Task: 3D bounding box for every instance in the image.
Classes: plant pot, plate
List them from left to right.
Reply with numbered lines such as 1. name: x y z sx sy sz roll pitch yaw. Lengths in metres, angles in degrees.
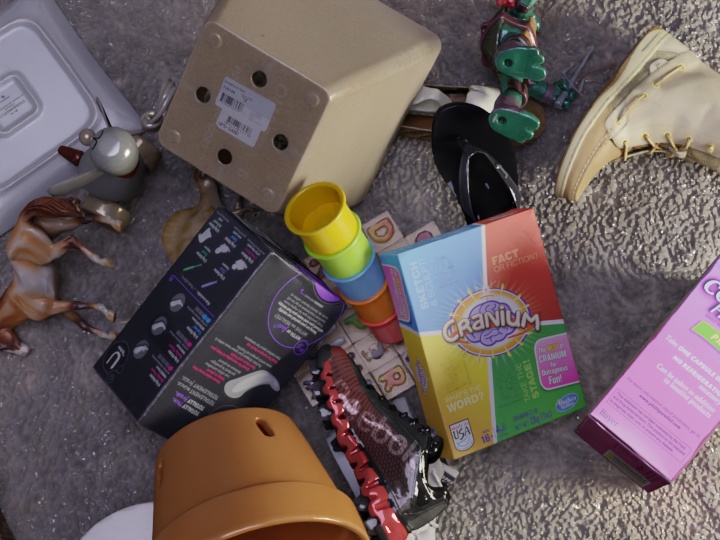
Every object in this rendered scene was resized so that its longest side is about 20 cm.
1. plate: -0.356 -0.166 1.628 0.200 0.032 0.200 -36 80 -3
2. plant pot: -0.104 0.218 1.441 0.200 0.200 0.140 -19 55 0
3. plant pot: -0.076 -0.163 1.495 0.200 0.177 0.200 32 119 9

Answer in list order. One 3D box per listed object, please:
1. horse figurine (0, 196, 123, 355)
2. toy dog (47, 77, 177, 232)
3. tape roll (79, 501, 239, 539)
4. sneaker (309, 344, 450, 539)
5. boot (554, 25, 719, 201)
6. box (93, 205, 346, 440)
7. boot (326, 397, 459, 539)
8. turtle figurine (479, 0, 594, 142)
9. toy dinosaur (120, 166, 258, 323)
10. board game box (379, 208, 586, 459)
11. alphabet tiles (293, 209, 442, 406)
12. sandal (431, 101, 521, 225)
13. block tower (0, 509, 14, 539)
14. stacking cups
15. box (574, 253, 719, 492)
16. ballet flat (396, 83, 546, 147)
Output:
1. horse figurine: -0.299 0.001 1.549 0.133 0.050 0.200 11 124 6
2. toy dog: -0.252 -0.113 1.534 0.096 0.200 0.132 26 59 -1
3. tape roll: -0.191 0.321 1.526 0.203 0.037 0.203 -1 80 4
4. sneaker: 0.021 0.151 1.468 0.098 0.071 0.200 -24 73 -2
5. boot: 0.296 -0.123 1.558 0.155 0.073 0.200 34 78 12
6. box: -0.132 0.062 1.496 0.200 0.122 0.106 -51 44 2
7. boot: 0.054 0.219 1.509 0.096 0.074 0.200 -30 80 2
8. turtle figurine: 0.165 -0.218 1.559 0.101 0.200 0.150 -5 123 19
9. toy dinosaur: -0.158 -0.021 1.587 0.101 0.058 0.200 13 72 21
10. board game box: 0.116 0.058 1.497 0.153 0.040 0.200 -19 98 -23
11. alphabet tiles: 0.013 0.042 1.579 0.200 0.006 0.166 -30 79 -2
12. sandal: 0.125 -0.069 1.539 0.076 0.043 0.200 -19 101 -2
13. block tower: -0.353 0.287 1.534 0.054 0.058 0.200 -28 77 -2
14. stacking cups: 0.000 0.000 1.487 0.060 0.200 0.061 -16 48 19
15. box: 0.300 0.096 1.465 0.097 0.176 0.200 39 84 10
16. ballet flat: 0.085 -0.161 1.578 0.200 0.072 0.068 8 75 5
